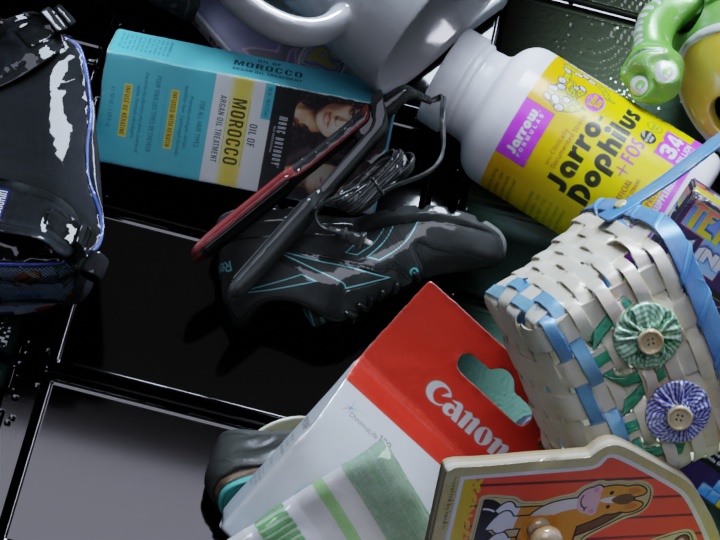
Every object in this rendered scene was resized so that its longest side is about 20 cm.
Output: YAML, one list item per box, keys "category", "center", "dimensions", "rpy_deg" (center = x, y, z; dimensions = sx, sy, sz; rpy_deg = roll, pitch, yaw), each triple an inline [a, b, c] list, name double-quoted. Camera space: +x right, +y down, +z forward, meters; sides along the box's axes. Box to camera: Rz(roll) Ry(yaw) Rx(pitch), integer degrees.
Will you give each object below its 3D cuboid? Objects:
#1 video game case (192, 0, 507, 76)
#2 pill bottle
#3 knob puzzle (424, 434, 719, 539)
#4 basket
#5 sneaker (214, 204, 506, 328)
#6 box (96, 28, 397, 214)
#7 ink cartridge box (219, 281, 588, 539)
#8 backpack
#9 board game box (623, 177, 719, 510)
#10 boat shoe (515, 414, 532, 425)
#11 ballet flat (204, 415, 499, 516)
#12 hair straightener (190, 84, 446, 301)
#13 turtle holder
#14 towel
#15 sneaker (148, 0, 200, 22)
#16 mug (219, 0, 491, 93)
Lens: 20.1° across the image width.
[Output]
- category: "video game case"
  center: [-0.022, -0.210, 1.479]
  dimensions: [0.199, 0.023, 0.182]
  rpy_deg: [-37, 76, -19]
- category: "pill bottle"
  center: [0.140, -0.084, 1.402]
  dimensions: [0.199, 0.104, 0.105]
  rpy_deg: [32, 67, 7]
- category: "knob puzzle"
  center: [0.130, 0.184, 1.200]
  dimensions: [0.217, 0.221, 0.031]
  rpy_deg: [-11, 36, -12]
- category: "basket"
  center: [0.192, 0.032, 1.232]
  dimensions: [0.199, 0.139, 0.177]
  rpy_deg: [-32, 109, -16]
- category: "sneaker"
  center: [0.000, 0.000, 1.375]
  dimensions: [0.198, 0.075, 0.080]
  rpy_deg: [-1, 76, 2]
- category: "box"
  center: [-0.078, -0.101, 1.388]
  dimensions: [0.198, 0.083, 0.049]
  rpy_deg: [11, 25, -2]
- category: "ink cartridge box"
  center: [0.035, 0.135, 1.264]
  dimensions: [0.160, 0.047, 0.200]
  rpy_deg: [42, 93, -7]
- category: "backpack"
  center: [-0.267, -0.058, 1.314]
  dimensions: [0.188, 0.154, 0.202]
  rpy_deg: [-1, 61, -16]
- category: "board game box"
  center: [0.251, 0.065, 1.325]
  dimensions: [0.199, 0.057, 0.166]
  rpy_deg: [35, 102, 1]
- category: "boat shoe"
  center: [0.159, 0.179, 1.315]
  dimensions: [0.074, 0.062, 0.201]
  rpy_deg: [-26, 73, -19]
- category: "ballet flat"
  center: [-0.003, 0.115, 1.320]
  dimensions: [0.198, 0.068, 0.069]
  rpy_deg: [-3, 40, -7]
- category: "hair straightener"
  center: [-0.014, -0.046, 1.332]
  dimensions: [0.200, 0.041, 0.077]
  rpy_deg: [-40, 80, -11]
- category: "turtle holder"
  center: [0.281, -0.143, 1.412]
  dimensions: [0.185, 0.140, 0.133]
  rpy_deg: [25, 54, -45]
- category: "towel"
  center: [-0.030, 0.220, 1.236]
  dimensions: [0.199, 0.023, 0.153]
  rpy_deg: [-32, 98, 0]
- category: "sneaker"
  center: [-0.079, -0.247, 1.444]
  dimensions: [0.100, 0.070, 0.200]
  rpy_deg: [46, 71, 4]
- category: "mug"
  center: [-0.016, -0.218, 1.342]
  dimensions: [0.175, 0.148, 0.200]
  rpy_deg: [44, 54, 10]
